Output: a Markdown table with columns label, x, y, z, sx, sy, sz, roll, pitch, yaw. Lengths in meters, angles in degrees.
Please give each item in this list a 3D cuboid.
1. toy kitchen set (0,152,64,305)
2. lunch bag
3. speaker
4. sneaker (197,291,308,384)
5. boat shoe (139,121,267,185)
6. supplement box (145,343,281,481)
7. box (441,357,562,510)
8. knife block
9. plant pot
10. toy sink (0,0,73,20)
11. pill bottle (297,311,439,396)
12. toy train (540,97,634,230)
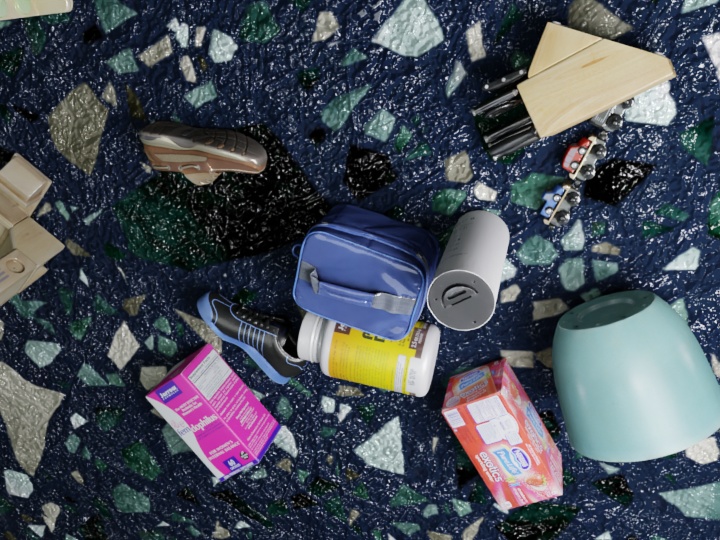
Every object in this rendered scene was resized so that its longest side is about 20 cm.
| label | x | y | z | sx | sy | sz | roll | pitch | yaw |
| --- | --- | --- | --- | --- | --- | --- | --- | --- | --- |
| toy kitchen set | -0.589 | -0.072 | 1.044 | 0.200 | 0.181 | 0.163 | 42 | 118 | -10 |
| lunch bag | 0.000 | 0.000 | 0.931 | 0.199 | 0.132 | 0.136 | 17 | 118 | 8 |
| speaker | 0.141 | -0.006 | 0.846 | 0.081 | 0.200 | 0.081 | 7 | 117 | 14 |
| sneaker | -0.164 | 0.093 | 1.065 | 0.200 | 0.070 | 0.078 | 42 | 114 | -12 |
| boat shoe | -0.223 | -0.163 | 0.959 | 0.200 | 0.076 | 0.072 | 15 | 122 | 20 |
| supplement box | -0.248 | 0.242 | 1.138 | 0.101 | 0.103 | 0.200 | -33 | 100 | 28 |
| box | 0.216 | 0.247 | 1.004 | 0.100 | 0.096 | 0.200 | -25 | 106 | 26 |
| knife block | 0.238 | -0.191 | 0.786 | 0.200 | 0.064 | 0.176 | 26 | 114 | 21 |
| plant pot | 0.341 | 0.121 | 0.859 | 0.200 | 0.201 | 0.161 | -19 | 97 | 24 |
| toy sink | -0.521 | -0.405 | 0.905 | 0.199 | 0.112 | 0.131 | 2 | 115 | 16 |
| pill bottle | 0.012 | 0.115 | 0.995 | 0.199 | 0.109 | 0.110 | 11 | 117 | 11 |
| toy train | 0.277 | -0.140 | 0.837 | 0.046 | 0.034 | 0.200 | 26 | 118 | 8 |
